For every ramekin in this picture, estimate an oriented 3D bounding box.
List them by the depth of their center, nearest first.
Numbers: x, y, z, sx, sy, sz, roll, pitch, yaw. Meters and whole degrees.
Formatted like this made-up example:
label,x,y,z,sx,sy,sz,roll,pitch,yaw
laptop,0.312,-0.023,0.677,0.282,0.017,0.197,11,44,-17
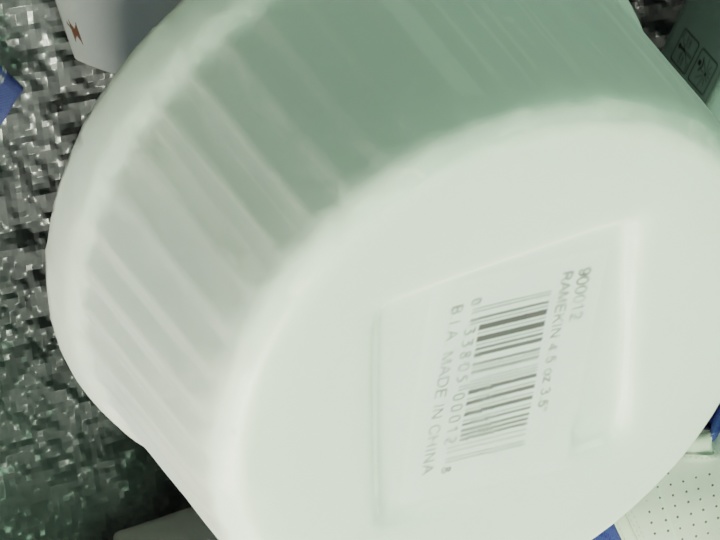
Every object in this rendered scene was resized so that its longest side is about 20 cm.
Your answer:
label,x,y,z,sx,sy,sz,roll,pitch,yaw
ramekin,0.019,0.003,0.731,0.200,0.098,0.201,-17,132,-20

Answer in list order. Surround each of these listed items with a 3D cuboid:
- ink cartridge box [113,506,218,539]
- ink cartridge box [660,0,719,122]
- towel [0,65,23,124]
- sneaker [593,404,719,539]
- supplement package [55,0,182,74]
label,x,y,z,sx,sy,sz,roll,pitch,yaw
ink cartridge box,-0.009,0.186,0.806,0.082,0.147,0.201,-18,113,3
ink cartridge box,0.191,-0.078,0.839,0.173,0.044,0.201,11,118,-26
towel,-0.212,-0.059,0.748,0.200,0.024,0.145,41,77,-29
sneaker,0.088,0.060,0.853,0.116,0.199,0.081,66,26,-9
supplement package,0.000,-0.146,0.787,0.199,0.117,0.117,-26,114,-22
